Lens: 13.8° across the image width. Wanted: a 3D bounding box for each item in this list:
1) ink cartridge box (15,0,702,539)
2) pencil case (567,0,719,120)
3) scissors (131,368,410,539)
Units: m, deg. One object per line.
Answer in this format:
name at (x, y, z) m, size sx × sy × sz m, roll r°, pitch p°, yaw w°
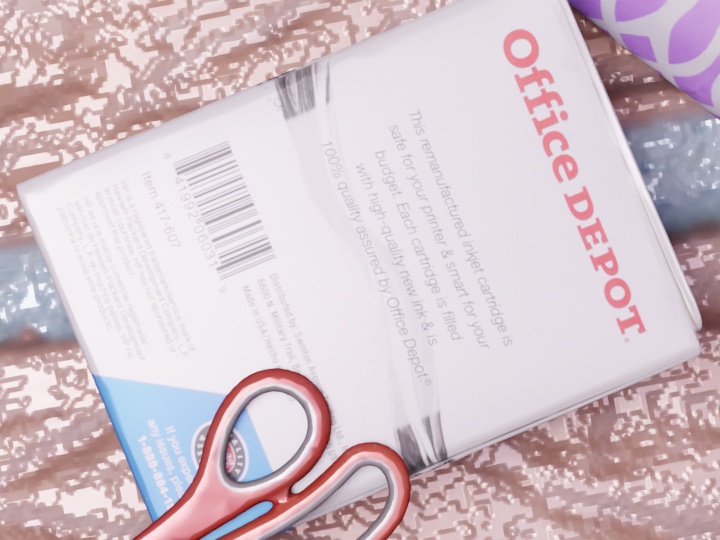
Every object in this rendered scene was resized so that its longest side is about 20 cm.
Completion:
ink cartridge box at (0.000, 0.000, 1.047) m, size 0.200 × 0.084 × 0.146 m, roll -22°, pitch 89°, yaw -2°
pencil case at (0.108, -0.123, 1.062) m, size 0.200 × 0.084 × 0.086 m, roll 41°, pitch 64°, yaw -1°
scissors at (-0.076, 0.110, 0.996) m, size 0.200 × 0.014 × 0.073 m, roll -38°, pitch 93°, yaw -2°
